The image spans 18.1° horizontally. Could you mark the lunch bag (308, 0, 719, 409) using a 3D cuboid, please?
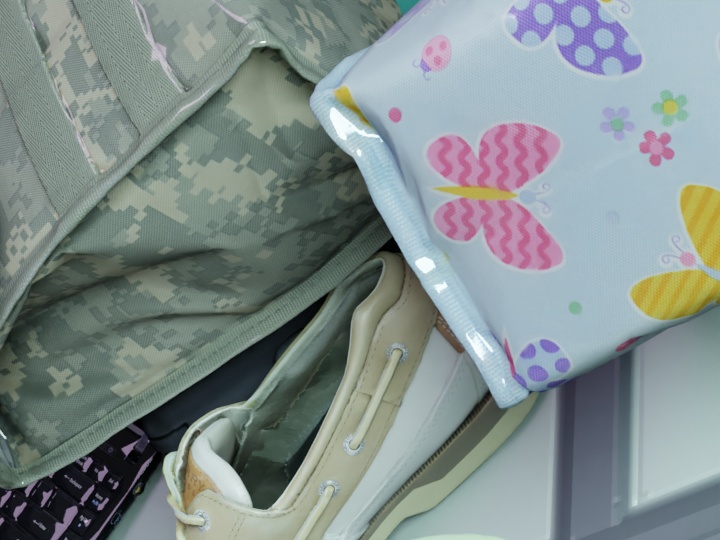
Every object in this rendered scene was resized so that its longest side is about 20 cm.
[{"bbox_3d":[0.110,-0.068,0.616,0.169,0.127,0.200,-29,10,29],"label":"lunch bag"}]

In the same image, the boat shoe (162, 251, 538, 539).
[{"bbox_3d":[-0.031,0.075,0.729,0.200,0.068,0.075,-50,33,9],"label":"boat shoe"}]

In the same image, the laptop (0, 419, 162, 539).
[{"bbox_3d":[-0.168,0.037,0.867,0.177,0.103,0.200,29,80,41],"label":"laptop"}]

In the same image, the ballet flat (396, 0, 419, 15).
[{"bbox_3d":[0.034,-0.133,0.757,0.070,0.201,0.065,16,42,36],"label":"ballet flat"}]

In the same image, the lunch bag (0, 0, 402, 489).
[{"bbox_3d":[-0.088,-0.047,0.722,0.200,0.117,0.164,-42,48,24],"label":"lunch bag"}]

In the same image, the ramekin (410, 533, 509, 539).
[{"bbox_3d":[0.027,0.174,0.540,0.200,0.098,0.201,-33,39,32],"label":"ramekin"}]

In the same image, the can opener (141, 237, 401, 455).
[{"bbox_3d":[0.000,0.000,0.764,0.200,0.079,0.064,-29,35,20],"label":"can opener"}]
